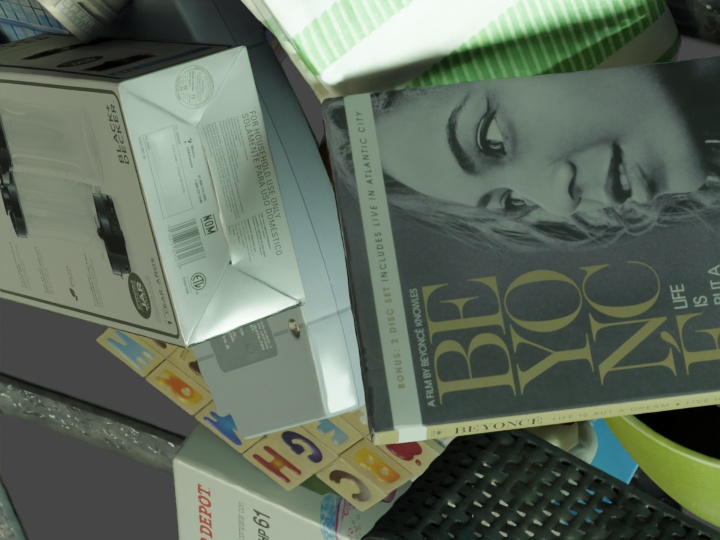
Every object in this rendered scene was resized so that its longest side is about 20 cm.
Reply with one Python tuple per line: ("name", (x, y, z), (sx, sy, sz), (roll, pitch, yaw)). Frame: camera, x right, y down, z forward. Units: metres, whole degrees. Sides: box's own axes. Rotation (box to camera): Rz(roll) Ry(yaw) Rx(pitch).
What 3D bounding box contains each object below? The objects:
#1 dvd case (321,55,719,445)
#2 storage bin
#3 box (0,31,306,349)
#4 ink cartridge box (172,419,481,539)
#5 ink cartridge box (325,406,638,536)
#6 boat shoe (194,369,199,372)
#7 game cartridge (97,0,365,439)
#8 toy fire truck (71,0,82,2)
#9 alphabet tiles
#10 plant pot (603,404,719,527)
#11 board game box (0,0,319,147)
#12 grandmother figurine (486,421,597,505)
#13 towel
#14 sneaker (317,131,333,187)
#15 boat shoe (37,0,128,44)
("dvd case", (0.093, -0.013, 1.100), (0.200, 0.149, 0.016), (-7, 154, -4))
("storage bin", (0.103, 0.173, 1.273), (0.200, 0.094, 0.135), (26, 142, 24))
("box", (-0.108, -0.040, 1.203), (0.200, 0.060, 0.117), (9, 116, 59))
("ink cartridge box", (-0.001, 0.152, 1.572), (0.200, 0.085, 0.145), (25, 147, 16))
("ink cartridge box", (0.043, 0.052, 1.415), (0.200, 0.067, 0.116), (36, 148, -4))
("boat shoe", (-0.073, 0.026, 1.484), (0.200, 0.066, 0.070), (40, 147, -10))
("game cartridge", (-0.055, -0.028, 1.218), (0.133, 0.040, 0.200), (-18, 92, 67))
("toy fire truck", (-0.106, -0.191, 1.098), (0.129, 0.200, 0.176), (33, 148, 2))
("alphabet tiles", (-0.055, 0.048, 1.427), (0.200, 0.006, 0.166), (38, 148, -8))
("plant pot", (0.178, 0.036, 1.198), (0.187, 0.187, 0.200), (23, 160, 16))
("board game box", (-0.097, -0.098, 1.346), (0.200, 0.062, 0.200), (8, 140, 35))
("grandmother figurine", (0.085, 0.022, 1.290), (0.061, 0.121, 0.200), (-1, 122, -4))
("towel", (0.035, -0.119, 1.135), (0.200, 0.153, 0.023), (54, 179, -32))
("sneaker", (0.000, 0.000, 1.263), (0.073, 0.085, 0.200), (15, 144, 17))
("boat shoe", (-0.148, -0.183, 1.241), (0.072, 0.069, 0.200), (45, -174, -46))
